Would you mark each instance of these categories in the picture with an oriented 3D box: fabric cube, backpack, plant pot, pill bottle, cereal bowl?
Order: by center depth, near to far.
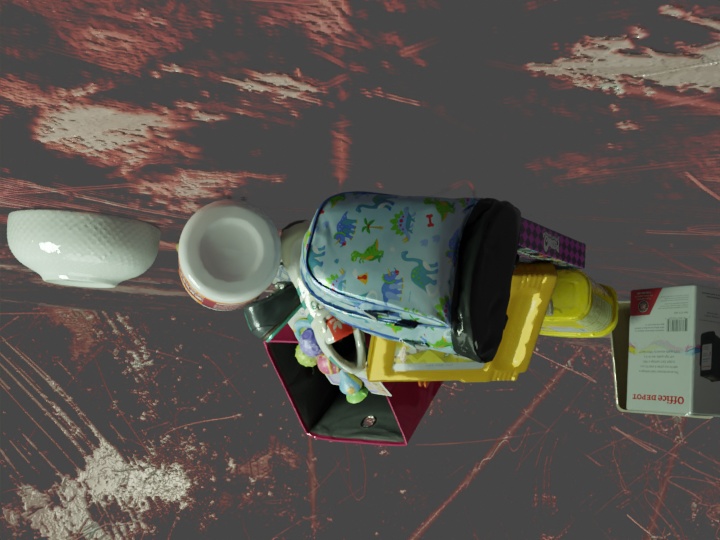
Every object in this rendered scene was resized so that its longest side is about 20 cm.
[{"bbox_3d":[0.039,-0.006,0.942,0.199,0.164,0.153,7,168,37],"label":"backpack"},{"bbox_3d":[-0.155,-0.011,1.101,0.112,0.114,0.200,5,173,-10],"label":"pill bottle"},{"bbox_3d":[-0.368,-0.023,1.260,0.198,0.084,0.200,3,173,0],"label":"cereal bowl"},{"bbox_3d":[0.005,0.130,1.487,0.195,0.201,0.200,-2,-147,33],"label":"fabric cube"},{"bbox_3d":[0.587,0.146,1.701,0.176,0.202,0.199,-4,180,-37],"label":"plant pot"}]

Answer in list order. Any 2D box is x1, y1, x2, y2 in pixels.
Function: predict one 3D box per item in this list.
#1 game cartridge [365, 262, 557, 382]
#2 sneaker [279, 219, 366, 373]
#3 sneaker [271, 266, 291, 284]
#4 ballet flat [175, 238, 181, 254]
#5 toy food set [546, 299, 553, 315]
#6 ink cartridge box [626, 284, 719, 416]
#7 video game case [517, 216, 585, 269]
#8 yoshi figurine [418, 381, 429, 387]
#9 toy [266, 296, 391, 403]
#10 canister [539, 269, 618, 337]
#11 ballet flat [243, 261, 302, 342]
[{"bbox_3d":[0.114,0.063,1.103,0.198,0.033,0.177,1,131,-8],"label":"game cartridge"},{"bbox_3d":[-0.035,0.035,1.129,0.070,0.201,0.093,-24,-154,-9],"label":"sneaker"},{"bbox_3d":[-0.092,0.020,1.437,0.075,0.089,0.199,6,174,-33],"label":"sneaker"},{"bbox_3d":[-0.213,-0.002,1.417,0.068,0.064,0.200,1,172,21],"label":"ballet flat"},{"bbox_3d":[0.139,0.024,1.267,0.199,0.061,0.143,6,-168,-22],"label":"toy food set"},{"bbox_3d":[0.507,0.130,1.517,0.082,0.202,0.145,8,173,-27],"label":"ink cartridge box"},{"bbox_3d":[0.139,-0.030,1.092,0.180,0.036,0.199,1,173,36],"label":"video game case"},{"bbox_3d":[0.107,0.073,1.252,0.112,0.112,0.200,-31,-178,25],"label":"yoshi figurine"},{"bbox_3d":[-0.049,0.119,1.299,0.115,0.047,0.200,7,146,40],"label":"toy"},{"bbox_3d":[0.308,0.050,1.461,0.148,0.087,0.200,1,171,25],"label":"canister"},{"bbox_3d":[-0.070,0.006,1.207,0.200,0.073,0.073,-41,-170,-20],"label":"ballet flat"}]
